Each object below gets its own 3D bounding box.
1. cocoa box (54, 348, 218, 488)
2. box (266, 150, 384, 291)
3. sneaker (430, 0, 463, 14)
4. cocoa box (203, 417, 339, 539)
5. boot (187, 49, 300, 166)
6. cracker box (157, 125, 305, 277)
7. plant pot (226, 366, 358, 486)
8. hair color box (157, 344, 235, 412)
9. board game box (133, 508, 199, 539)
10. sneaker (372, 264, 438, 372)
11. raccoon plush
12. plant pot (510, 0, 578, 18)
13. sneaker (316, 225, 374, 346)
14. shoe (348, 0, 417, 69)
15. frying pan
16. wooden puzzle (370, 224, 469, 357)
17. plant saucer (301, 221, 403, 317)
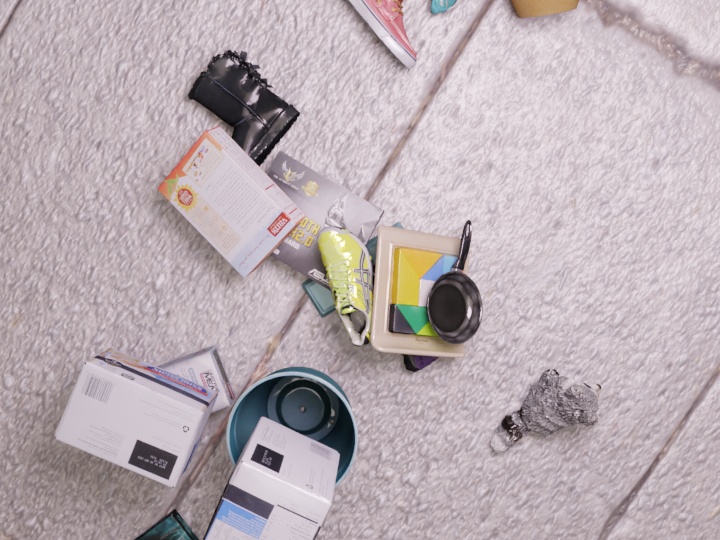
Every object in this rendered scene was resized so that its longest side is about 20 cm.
[{"bbox_3d":[-0.346,0.227,1.293,0.199,0.131,0.134,23,95,-1],"label":"cocoa box"},{"bbox_3d":[-0.083,-0.078,1.352,0.199,0.048,0.159,31,94,3],"label":"box"},{"bbox_3d":[0.096,-0.506,1.310,0.079,0.078,0.201,-31,94,13],"label":"sneaker"},{"bbox_3d":[-0.118,0.311,1.126,0.133,0.200,0.132,25,96,-2],"label":"cocoa box"},{"bbox_3d":[-0.212,-0.246,1.339,0.162,0.073,0.198,41,98,1],"label":"boot"},{"bbox_3d":[-0.202,-0.107,1.293,0.200,0.058,0.134,46,114,-2],"label":"cracker box"},{"bbox_3d":[-0.100,0.242,1.321,0.199,0.188,0.202,0,96,2],"label":"plant pot"},{"bbox_3d":[-0.323,0.210,1.387,0.199,0.061,0.100,-20,95,4],"label":"hair color box"},{"bbox_3d":[-0.363,0.531,1.432,0.200,0.028,0.136,-36,94,3],"label":"board game box"},{"bbox_3d":[0.053,0.085,1.356,0.087,0.076,0.200,-37,100,10],"label":"sneaker"},{"bbox_3d":[0.310,0.251,1.339,0.097,0.134,0.200,37,95,-3],"label":"raccoon plush"},{"bbox_3d":[0.278,-0.500,1.265,0.185,0.187,0.201,-9,109,2],"label":"plant pot"},{"bbox_3d":[-0.014,0.025,1.282,0.075,0.076,0.201,-19,104,21],"label":"sneaker"},{"bbox_3d":[0.045,-0.426,1.316,0.091,0.071,0.200,-39,89,10],"label":"shoe"},{"bbox_3d":[0.141,0.022,1.300,0.114,0.031,0.191,-10,91,-35],"label":"frying pan"},{"bbox_3d":[0.102,0.035,1.311,0.184,0.037,0.202,8,79,-32],"label":"wooden puzzle"},{"bbox_3d":[0.000,0.000,1.383,0.199,0.019,0.070,-33,94,3],"label":"plant saucer"}]
